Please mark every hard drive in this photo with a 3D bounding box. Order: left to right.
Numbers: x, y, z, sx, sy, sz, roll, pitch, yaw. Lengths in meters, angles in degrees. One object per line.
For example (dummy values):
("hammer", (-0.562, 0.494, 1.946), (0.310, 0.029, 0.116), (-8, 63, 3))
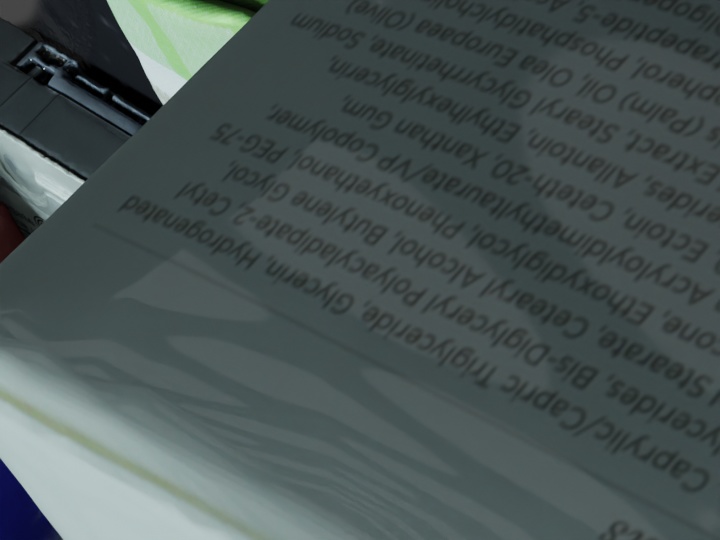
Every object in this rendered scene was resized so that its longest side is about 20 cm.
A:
("hard drive", (-0.072, 0.006, 0.957), (0.140, 0.038, 0.200), (31, 157, 35))

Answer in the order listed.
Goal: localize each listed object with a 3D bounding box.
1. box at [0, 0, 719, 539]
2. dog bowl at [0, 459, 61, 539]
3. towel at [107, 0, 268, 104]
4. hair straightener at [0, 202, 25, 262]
("box", (0.080, 0.047, 0.487), (0.200, 0.171, 0.199), (26, 155, 46))
("dog bowl", (-0.193, 0.049, 0.939), (0.200, 0.079, 0.200), (23, 138, 23))
("towel", (0.000, 0.000, 0.794), (0.149, 0.031, 0.200), (28, 156, 39))
("hair straightener", (-0.109, 0.037, 0.999), (0.077, 0.041, 0.200), (27, 160, 44))
